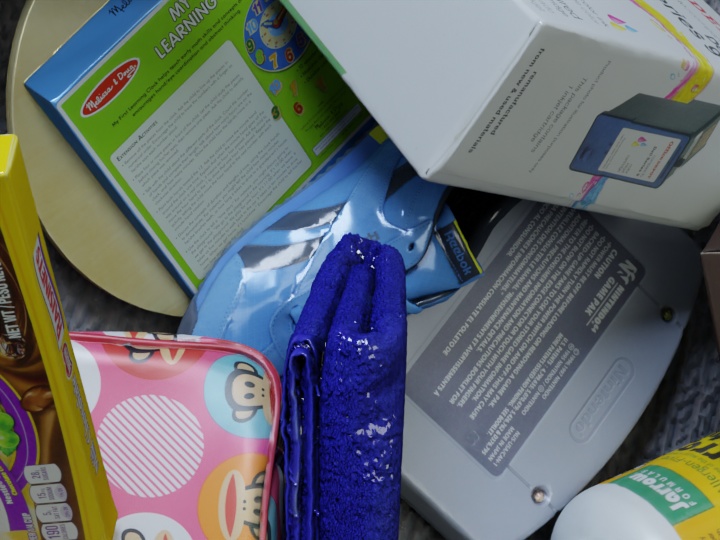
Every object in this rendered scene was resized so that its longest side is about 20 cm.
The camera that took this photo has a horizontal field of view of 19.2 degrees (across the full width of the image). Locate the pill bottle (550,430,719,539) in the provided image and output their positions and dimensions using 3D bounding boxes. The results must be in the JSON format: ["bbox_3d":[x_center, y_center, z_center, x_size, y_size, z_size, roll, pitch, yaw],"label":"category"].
[{"bbox_3d":[0.159,0.140,0.994,0.200,0.113,0.113,-20,88,-25],"label":"pill bottle"}]

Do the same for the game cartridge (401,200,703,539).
[{"bbox_3d":[0.078,0.035,1.022,0.133,0.041,0.200,42,67,-7],"label":"game cartridge"}]

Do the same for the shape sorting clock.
[{"bbox_3d":[-0.068,-0.079,0.955,0.200,0.039,0.201,-11,108,-35],"label":"shape sorting clock"}]

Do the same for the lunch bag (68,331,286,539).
[{"bbox_3d":[-0.119,0.125,0.877,0.176,0.082,0.201,3,77,0],"label":"lunch bag"}]

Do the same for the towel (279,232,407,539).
[{"bbox_3d":[-0.009,0.097,0.883,0.049,0.148,0.201,2,106,-1],"label":"towel"}]

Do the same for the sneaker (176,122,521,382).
[{"bbox_3d":[0.000,0.000,0.955,0.200,0.078,0.066,-43,134,-16],"label":"sneaker"}]

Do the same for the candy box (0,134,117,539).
[{"bbox_3d":[-0.155,0.035,0.772,0.102,0.200,0.026,-1,44,7],"label":"candy box"}]

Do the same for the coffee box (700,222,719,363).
[{"bbox_3d":[0.228,0.000,1.001,0.200,0.080,0.115,-46,127,-58],"label":"coffee box"}]

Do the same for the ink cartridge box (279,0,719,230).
[{"bbox_3d":[0.078,-0.102,0.944,0.200,0.088,0.145,10,34,-47],"label":"ink cartridge box"}]
